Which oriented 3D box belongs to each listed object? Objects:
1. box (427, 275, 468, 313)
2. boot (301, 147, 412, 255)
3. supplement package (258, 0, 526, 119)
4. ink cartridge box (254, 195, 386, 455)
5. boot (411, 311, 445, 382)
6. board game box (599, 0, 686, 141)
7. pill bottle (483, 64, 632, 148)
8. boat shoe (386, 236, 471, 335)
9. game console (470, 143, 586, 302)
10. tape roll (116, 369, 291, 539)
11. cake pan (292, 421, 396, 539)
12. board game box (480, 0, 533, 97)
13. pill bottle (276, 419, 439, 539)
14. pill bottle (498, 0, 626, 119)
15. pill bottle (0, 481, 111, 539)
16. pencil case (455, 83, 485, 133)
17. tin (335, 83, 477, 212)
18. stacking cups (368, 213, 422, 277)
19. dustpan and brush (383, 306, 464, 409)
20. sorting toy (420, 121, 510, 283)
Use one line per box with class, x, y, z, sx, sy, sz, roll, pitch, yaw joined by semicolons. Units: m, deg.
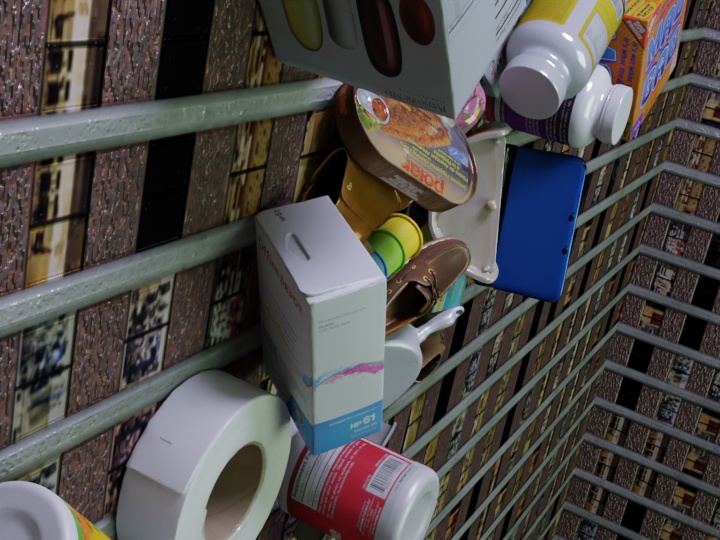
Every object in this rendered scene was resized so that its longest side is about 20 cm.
box;0.094;0.011;1.446;0.199;0.048;0.084;-5;113;-66
boot;0.008;-0.103;1.130;0.204;0.070;0.144;-63;156;-10
supplement package;0.020;-0.266;0.865;0.148;0.189;0.201;-57;154;-25
ink cartridge box;-0.040;0.052;1.034;0.083;0.145;0.203;-16;132;-19
boot;0.092;0.104;1.489;0.200;0.074;0.075;-37;139;-55
board game box;0.342;-0.348;1.526;0.201;0.197;0.202;-52;152;-35
pill bottle;0.260;-0.234;1.430;0.113;0.197;0.114;-47;149;-41
boat shoe;0.068;0.027;1.296;0.199;0.067;0.073;-33;119;-27
game console;0.232;-0.072;1.512;0.171;0.116;0.204;-101;-158;-83
tape roll;-0.147;0.202;1.024;0.203;0.070;0.205;-49;150;-41
cake pan;-0.023;0.265;1.322;0.202;0.036;0.200;-57;176;-6
board game box;0.145;-0.318;1.277;0.150;0.063;0.200;-68;157;-5
pill bottle;-0.021;0.235;1.171;0.112;0.197;0.114;-46;148;-41
pill bottle;0.247;-0.284;1.315;0.201;0.110;0.113;-57;154;-30
pill bottle;-0.233;0.248;0.812;0.112;0.110;0.201;-59;156;-23
pencil case;0.084;-0.220;1.194;0.083;0.087;0.200;-46;156;2
tin;0.050;-0.134;1.115;0.199;0.042;0.114;29;47;-39
stacking cups;0.000;0.000;1.218;0.200;0.060;0.061;-39;143;-47
dustpan and brush;0.054;0.102;1.361;0.197;0.058;0.141;-23;133;-9
sorting toy;0.147;-0.114;1.418;0.180;0.105;0.204;-57;151;-65
